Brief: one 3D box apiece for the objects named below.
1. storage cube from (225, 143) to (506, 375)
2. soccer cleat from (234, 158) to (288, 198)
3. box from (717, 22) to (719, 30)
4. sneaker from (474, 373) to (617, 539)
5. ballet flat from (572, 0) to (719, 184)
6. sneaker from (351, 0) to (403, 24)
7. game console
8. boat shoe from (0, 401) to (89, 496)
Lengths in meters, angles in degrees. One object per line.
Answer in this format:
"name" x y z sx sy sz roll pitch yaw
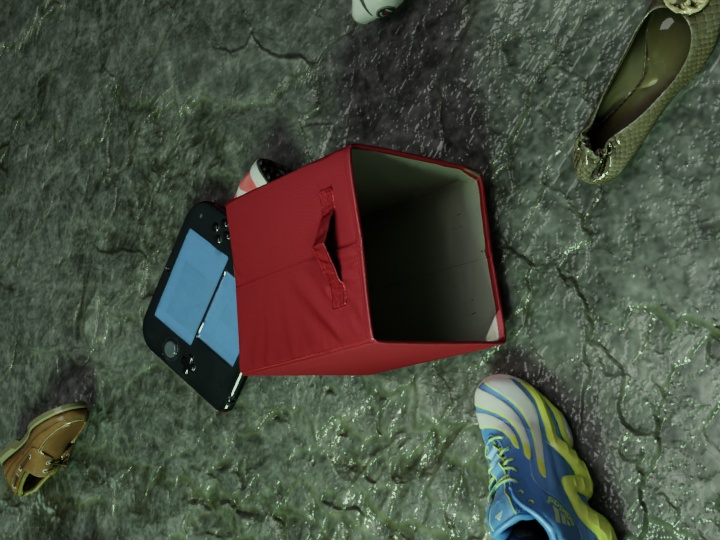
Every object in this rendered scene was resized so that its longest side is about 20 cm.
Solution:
"storage cube" 0.000 0.000 0.953 0.180 0.200 0.171 -19 74 44
"soccer cleat" -0.081 -0.030 1.109 0.073 0.068 0.200 -47 53 27
"box" 0.374 -0.119 0.739 0.200 0.050 0.199 -16 76 38
"sneaker" 0.139 0.171 0.869 0.076 0.105 0.200 -47 58 27
"ballet flat" 0.235 -0.161 0.864 0.067 0.046 0.200 43 112 35
"sneaker" -0.013 -0.347 1.081 0.088 0.074 0.200 -33 64 31
"game console" -0.170 0.037 1.201 0.177 0.031 0.200 37 109 37
"boat shoe" -0.406 0.236 1.362 0.200 0.072 0.068 -40 65 41
